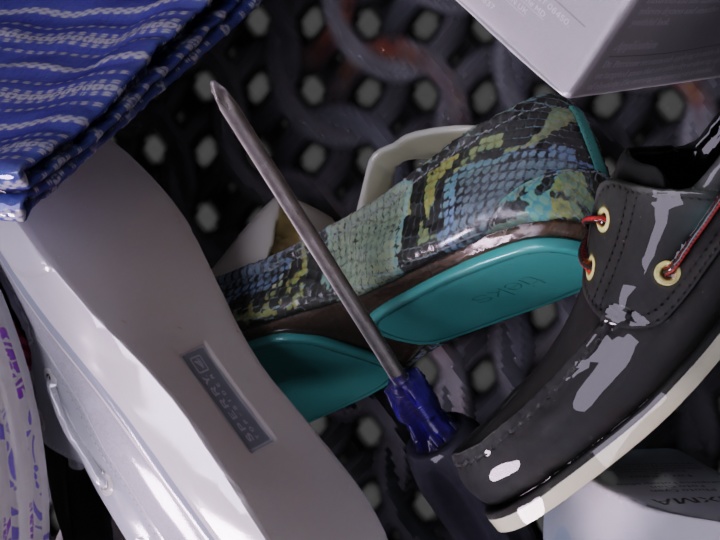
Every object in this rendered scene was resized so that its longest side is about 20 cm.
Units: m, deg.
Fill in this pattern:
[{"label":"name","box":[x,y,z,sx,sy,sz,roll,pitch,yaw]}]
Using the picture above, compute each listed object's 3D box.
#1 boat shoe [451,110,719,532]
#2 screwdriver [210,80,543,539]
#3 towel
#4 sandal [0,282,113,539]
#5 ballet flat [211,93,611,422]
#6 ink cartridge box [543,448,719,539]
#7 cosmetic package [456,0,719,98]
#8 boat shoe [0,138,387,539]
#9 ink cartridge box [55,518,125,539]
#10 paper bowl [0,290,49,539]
[{"label":"boat shoe","box":[0.093,-0.010,0.835,0.063,0.074,0.201,41,106,-6]},{"label":"screwdriver","box":[0.006,0.018,0.886,0.028,0.029,0.200,-13,120,29]},{"label":"towel","box":[-0.118,-0.071,0.912,0.145,0.200,0.024,4,119,23]},{"label":"sandal","box":[-0.108,0.026,0.972,0.045,0.075,0.200,-5,83,-7]},{"label":"ballet flat","box":[0.000,0.000,0.934,0.200,0.074,0.074,-23,83,33]},{"label":"ink cartridge box","box":[0.096,0.144,0.816,0.200,0.047,0.160,-149,59,-77]},{"label":"cosmetic package","box":[0.106,-0.148,0.808,0.090,0.107,0.200,43,116,22]},{"label":"boat shoe","box":[-0.068,0.038,0.904,0.200,0.072,0.069,51,123,7]},{"label":"ink cartridge box","box":[-0.113,0.188,1.025,0.117,0.067,0.200,35,114,26]},{"label":"paper bowl","box":[-0.191,0.058,0.924,0.201,0.104,0.201,18,113,49]}]
